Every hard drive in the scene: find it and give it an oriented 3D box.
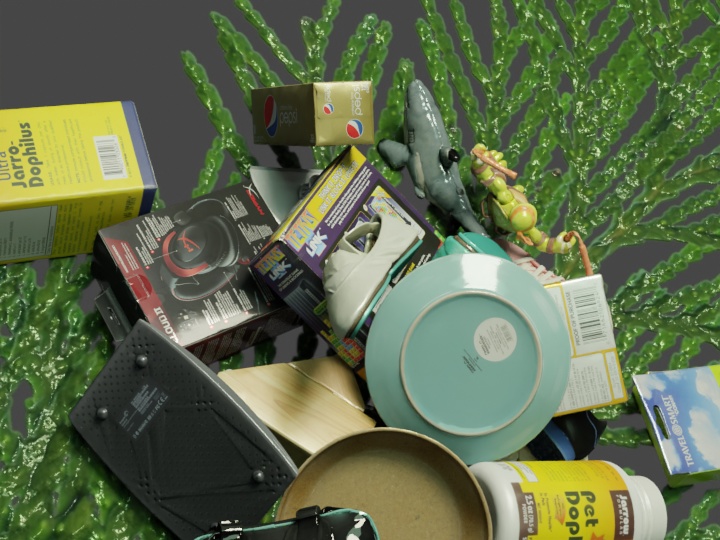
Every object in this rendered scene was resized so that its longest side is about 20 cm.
[{"bbox_3d":[-0.156,0.153,1.056,0.200,0.135,0.042,42,15,10],"label":"hard drive"}]

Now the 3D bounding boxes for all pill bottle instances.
[{"bbox_3d":[0.194,0.239,1.130,0.197,0.109,0.111,3,57,-26],"label":"pill bottle"}]

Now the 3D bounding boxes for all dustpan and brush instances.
[{"bbox_3d":[-0.037,-0.036,1.254,0.138,0.057,0.203,1,63,-26],"label":"dustpan and brush"}]

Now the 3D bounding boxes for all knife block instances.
[{"bbox_3d":[-0.039,0.175,1.117,0.197,0.064,0.177,-6,59,-25],"label":"knife block"}]

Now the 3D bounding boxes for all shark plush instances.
[{"bbox_3d":[0.086,-0.115,1.339,0.090,0.084,0.202,-2,60,-21],"label":"shark plush"}]

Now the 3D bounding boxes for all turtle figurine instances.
[{"bbox_3d":[0.173,-0.067,1.306,0.200,0.064,0.162,42,11,-16],"label":"turtle figurine"}]

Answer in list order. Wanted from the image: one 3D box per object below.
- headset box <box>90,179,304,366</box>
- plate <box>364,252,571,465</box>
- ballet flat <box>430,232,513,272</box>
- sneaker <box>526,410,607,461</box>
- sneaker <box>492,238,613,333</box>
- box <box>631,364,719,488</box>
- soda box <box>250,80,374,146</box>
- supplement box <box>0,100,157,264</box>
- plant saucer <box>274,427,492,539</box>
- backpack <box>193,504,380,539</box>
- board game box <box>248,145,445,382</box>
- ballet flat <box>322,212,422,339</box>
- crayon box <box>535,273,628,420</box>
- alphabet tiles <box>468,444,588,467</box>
[{"bbox_3d":[-0.165,0.013,1.168,0.198,0.075,0.150,-22,69,-31],"label":"headset box"},{"bbox_3d":[0.102,0.085,1.099,0.197,0.026,0.204,0,96,-3],"label":"plate"},{"bbox_3d":[0.107,0.000,1.201,0.067,0.071,0.200,42,10,12],"label":"ballet flat"},{"bbox_3d":[0.173,0.110,1.219,0.077,0.070,0.201,-32,83,-29],"label":"sneaker"},{"bbox_3d":[0.206,0.023,1.279,0.075,0.105,0.201,-16,60,-29],"label":"sneaker"},{"bbox_3d":[0.392,0.167,1.295,0.197,0.048,0.123,-4,60,-23],"label":"box"},{"bbox_3d":[-0.055,-0.166,1.250,0.067,0.200,0.065,-6,98,-23],"label":"soda box"},{"bbox_3d":[-0.314,-0.085,1.154,0.197,0.109,0.111,-8,62,-25],"label":"supplement box"},{"bbox_3d":[0.020,0.240,1.066,0.197,0.035,0.204,0,93,-2],"label":"plant saucer"},{"bbox_3d":[-0.053,0.315,0.957,0.173,0.154,0.202,-8,58,-4],"label":"backpack"},{"bbox_3d":[-0.003,-0.012,1.187,0.165,0.057,0.200,44,38,-8],"label":"board game box"},{"bbox_3d":[0.000,0.000,1.088,0.069,0.070,0.200,34,31,3],"label":"ballet flat"},{"bbox_3d":[0.149,0.086,1.152,0.197,0.052,0.128,-11,84,-3],"label":"crayon box"},{"bbox_3d":[0.147,0.157,1.231,0.197,0.015,0.198,16,54,-10],"label":"alphabet tiles"}]
